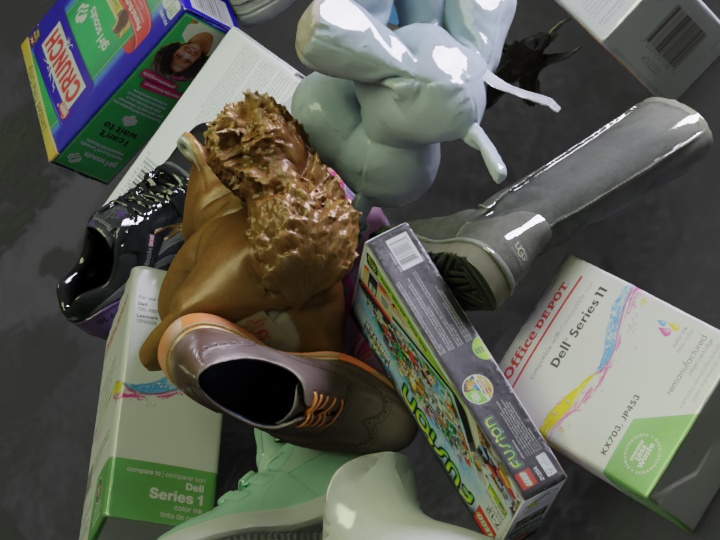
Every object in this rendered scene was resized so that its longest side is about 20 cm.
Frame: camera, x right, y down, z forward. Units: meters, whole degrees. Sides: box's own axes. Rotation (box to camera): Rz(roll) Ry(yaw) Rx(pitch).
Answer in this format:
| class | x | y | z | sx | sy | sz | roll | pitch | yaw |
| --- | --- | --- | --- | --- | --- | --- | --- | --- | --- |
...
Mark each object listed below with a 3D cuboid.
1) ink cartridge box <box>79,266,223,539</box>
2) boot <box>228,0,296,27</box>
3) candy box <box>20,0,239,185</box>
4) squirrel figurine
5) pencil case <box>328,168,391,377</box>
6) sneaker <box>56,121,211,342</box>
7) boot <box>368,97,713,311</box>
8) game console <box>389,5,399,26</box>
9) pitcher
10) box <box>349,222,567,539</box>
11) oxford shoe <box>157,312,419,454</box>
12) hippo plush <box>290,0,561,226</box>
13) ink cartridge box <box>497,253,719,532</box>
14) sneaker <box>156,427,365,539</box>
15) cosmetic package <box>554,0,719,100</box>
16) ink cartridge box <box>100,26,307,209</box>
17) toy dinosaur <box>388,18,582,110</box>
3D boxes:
| class | x | y | z | sx | sy | sz | roll | pitch | yaw |
| --- | --- | --- | --- | --- | --- | --- | --- | --- | --- |
| ink cartridge box | -0.155 | 0.120 | 1.386 | 0.145 | 0.083 | 0.202 | 122 | 155 | -59 |
| boot | -0.065 | -0.305 | 1.590 | 0.200 | 0.095 | 0.074 | -44 | 45 | 14 |
| candy box | -0.213 | -0.207 | 1.660 | 0.200 | 0.077 | 0.170 | -46 | 45 | 25 |
| squirrel figurine | -0.071 | -0.034 | 1.297 | 0.188 | 0.140 | 0.201 | -100 | 31 | -44 |
| pencil case | 0.000 | 0.000 | 1.373 | 0.087 | 0.087 | 0.201 | -41 | 47 | 15 |
| sneaker | -0.171 | -0.036 | 1.478 | 0.075 | 0.087 | 0.201 | 27 | 87 | 36 |
| boot | 0.121 | -0.050 | 1.262 | 0.200 | 0.073 | 0.181 | -41 | 26 | -20 |
| game console | 0.010 | -0.299 | 1.465 | 0.200 | 0.175 | 0.117 | -39 | 29 | 34 |
| pitcher | 0.045 | 0.239 | 1.182 | 0.200 | 0.120 | 0.173 | 39 | 124 | 47 |
| box | 0.060 | 0.079 | 1.207 | 0.034 | 0.110 | 0.201 | -25 | 68 | -18 |
| oxford shoe | -0.040 | 0.091 | 1.228 | 0.072 | 0.199 | 0.073 | -67 | 27 | 10 |
| hippo plush | 0.037 | -0.127 | 1.296 | 0.199 | 0.161 | 0.159 | 37 | 56 | 7 |
| ink cartridge box | 0.161 | 0.069 | 1.201 | 0.199 | 0.067 | 0.118 | 30 | 86 | 46 |
| sneaker | -0.074 | 0.161 | 1.295 | 0.199 | 0.074 | 0.118 | -16 | 39 | -22 |
| cosmetic package | 0.172 | -0.216 | 1.333 | 0.071 | 0.101 | 0.200 | -46 | 44 | 11 |
| ink cartridge box | -0.105 | -0.081 | 1.535 | 0.173 | 0.043 | 0.201 | 39 | 94 | 35 |
| toy dinosaur | 0.072 | -0.152 | 1.405 | 0.199 | 0.102 | 0.078 | 18 | 117 | 57 |
